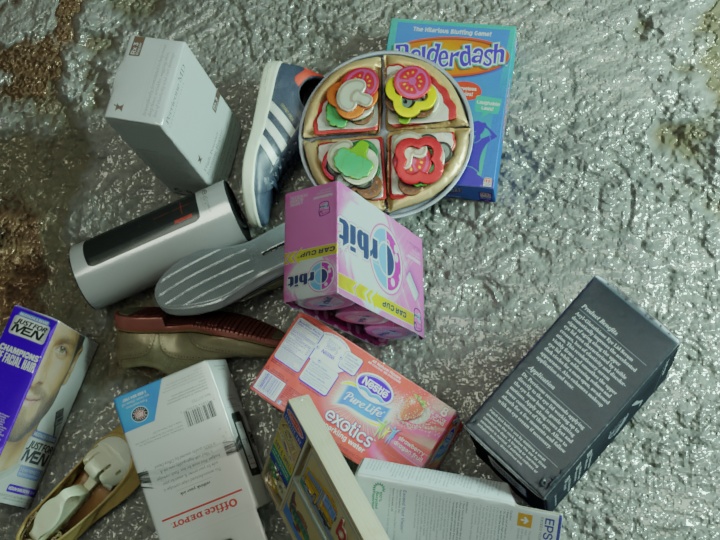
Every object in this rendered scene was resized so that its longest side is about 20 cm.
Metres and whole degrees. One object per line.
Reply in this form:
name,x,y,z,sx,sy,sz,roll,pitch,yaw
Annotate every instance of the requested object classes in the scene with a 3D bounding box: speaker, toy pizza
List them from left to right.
speaker,-0.226,-0.029,1.217,0.197,0.081,0.082,-23,70,3
toy pizza,0.027,-0.155,1.178,0.196,0.032,0.204,-2,74,6

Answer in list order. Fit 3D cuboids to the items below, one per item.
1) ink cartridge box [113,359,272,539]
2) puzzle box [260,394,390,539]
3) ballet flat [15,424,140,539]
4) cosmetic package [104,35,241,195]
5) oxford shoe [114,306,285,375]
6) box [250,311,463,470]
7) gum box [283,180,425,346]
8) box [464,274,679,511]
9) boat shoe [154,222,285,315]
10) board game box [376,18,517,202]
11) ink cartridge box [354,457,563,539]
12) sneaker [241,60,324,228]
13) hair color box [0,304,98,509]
ink cartridge box,-0.168,0.209,1.119,0.114,0.068,0.203,-22,82,9
puzzle box,-0.032,0.238,1.021,0.025,0.134,0.201,-11,51,-31
ballet flat,-0.293,0.237,1.152,0.068,0.063,0.201,38,83,19
cosmetic package,-0.204,-0.166,1.190,0.073,0.200,0.103,10,75,13
oxford shoe,-0.178,0.086,1.188,0.196,0.070,0.076,6,101,10
box,-0.002,0.142,1.109,0.198,0.095,0.103,31,81,18
gum box,0.000,0.000,1.105,0.065,0.199,0.115,-11,68,28
box,0.208,0.127,1.047,0.104,0.148,0.200,40,82,20
boat shoe,-0.129,0.007,1.185,0.197,0.062,0.073,-20,60,-3
board game box,0.094,-0.187,1.223,0.149,0.045,0.203,6,73,12
ink cartridge box,0.086,0.290,1.021,0.197,0.043,0.200,8,110,12
sneaker,-0.084,-0.145,1.231,0.083,0.075,0.204,8,78,5
hair color box,-0.372,0.152,1.170,0.064,0.109,0.203,15,76,15
